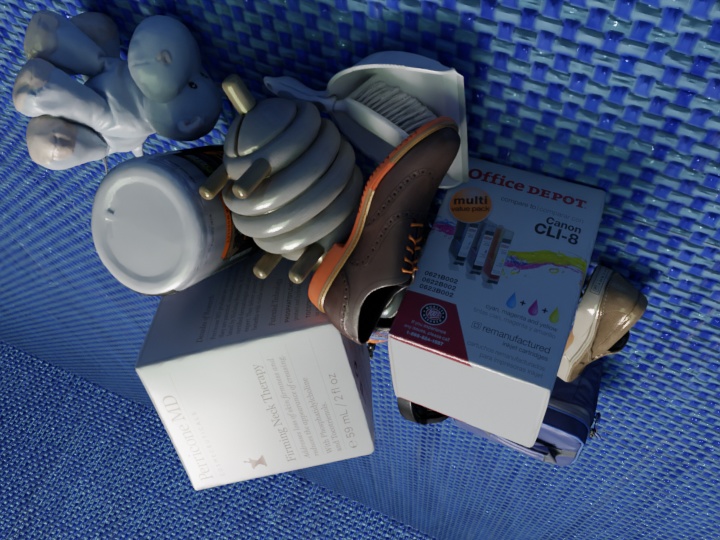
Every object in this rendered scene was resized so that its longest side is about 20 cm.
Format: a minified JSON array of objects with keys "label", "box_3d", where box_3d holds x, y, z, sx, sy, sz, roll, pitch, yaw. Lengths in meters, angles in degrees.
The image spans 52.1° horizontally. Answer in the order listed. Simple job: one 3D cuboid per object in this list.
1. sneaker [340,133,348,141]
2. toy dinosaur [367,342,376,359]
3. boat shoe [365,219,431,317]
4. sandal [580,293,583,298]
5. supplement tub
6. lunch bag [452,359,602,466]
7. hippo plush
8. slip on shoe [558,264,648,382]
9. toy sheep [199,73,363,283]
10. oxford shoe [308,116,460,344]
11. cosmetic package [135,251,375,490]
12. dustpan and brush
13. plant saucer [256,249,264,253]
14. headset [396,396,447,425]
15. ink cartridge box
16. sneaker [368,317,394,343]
[{"label":"sneaker","box_3d":[-0.041,-0.066,0.807,0.073,0.086,0.201,15,156,20]},{"label":"toy dinosaur","box_3d":[-0.020,0.069,0.955,0.195,0.089,0.048,-1,136,-27]},{"label":"boat shoe","box_3d":[0.048,-0.006,0.735,0.061,0.201,0.073,39,114,-11]},{"label":"sandal","box_3d":[0.142,0.036,0.806,0.195,0.056,0.082,-11,-176,20]},{"label":"supplement tub","box_3d":[-0.159,-0.058,0.726,0.120,0.126,0.200,20,-161,12]},{"label":"lunch bag","box_3d":[0.219,0.172,0.959,0.195,0.134,0.137,18,155,18]},{"label":"hippo plush","box_3d":[-0.222,-0.159,0.716,0.157,0.161,0.204,1,128,22]},{"label":"slip on shoe","box_3d":[0.259,0.070,0.799,0.059,0.077,0.202,24,148,18]},{"label":"toy sheep","box_3d":[-0.063,-0.078,0.645,0.135,0.139,0.202,4,136,39]},{"label":"oxford shoe","box_3d":[0.033,-0.029,0.609,0.070,0.202,0.073,-3,-139,-50]},{"label":"cosmetic package","box_3d":[-0.097,0.093,0.770,0.195,0.168,0.171,-13,120,6]},{"label":"dustpan and brush","box_3d":[-0.002,-0.143,0.645,0.198,0.057,0.141,34,159,27]},{"label":"plant saucer","box_3d":[-0.151,0.021,0.875,0.195,0.031,0.206,8,111,20]},{"label":"headset","box_3d":[0.097,0.160,1.083,0.092,0.127,0.199,10,172,32]},{"label":"ink cartridge box","box_3d":[0.127,0.026,0.686,0.142,0.203,0.146,16,152,16]},{"label":"sneaker","box_3d":[0.071,0.055,0.884,0.194,0.078,0.079,-2,164,-3]}]
